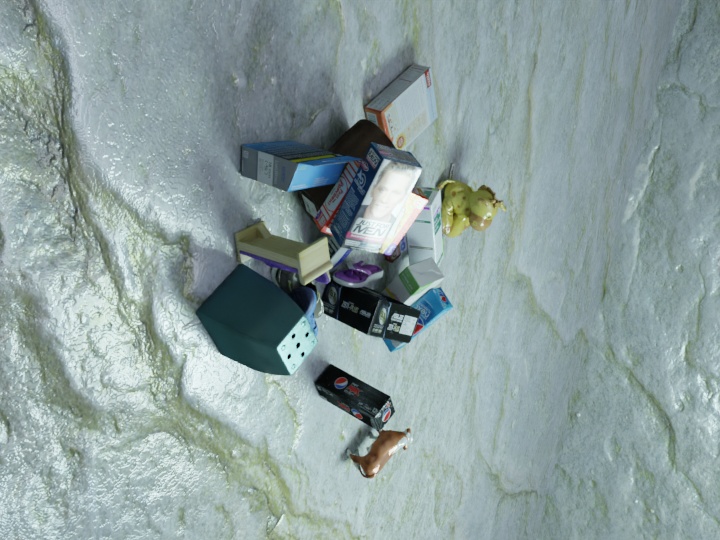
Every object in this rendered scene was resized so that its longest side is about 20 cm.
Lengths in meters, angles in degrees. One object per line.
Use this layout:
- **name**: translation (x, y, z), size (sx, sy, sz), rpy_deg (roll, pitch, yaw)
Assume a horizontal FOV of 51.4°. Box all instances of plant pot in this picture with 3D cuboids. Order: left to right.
- **plant pot**: translation (-0.190, 0.110, 1.472), size (0.142, 0.197, 0.143), rpy_deg (-49, 139, -25)
- **plant pot**: translation (-0.030, -0.185, 1.587), size (0.198, 0.186, 0.190), rpy_deg (-36, 135, -17)

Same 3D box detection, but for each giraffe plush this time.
- **giraffe plush**: translation (0.307, -0.173, 2.035), size (0.171, 0.160, 0.205), rpy_deg (-32, 131, -40)

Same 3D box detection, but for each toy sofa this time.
- **toy sofa**: translation (-0.151, -0.023, 1.459), size (0.082, 0.197, 0.100), rpy_deg (-30, 124, -41)

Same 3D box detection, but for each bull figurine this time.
- **bull figurine**: translation (0.055, 0.483, 2.057), size (0.199, 0.120, 0.066), rpy_deg (-39, 136, -35)

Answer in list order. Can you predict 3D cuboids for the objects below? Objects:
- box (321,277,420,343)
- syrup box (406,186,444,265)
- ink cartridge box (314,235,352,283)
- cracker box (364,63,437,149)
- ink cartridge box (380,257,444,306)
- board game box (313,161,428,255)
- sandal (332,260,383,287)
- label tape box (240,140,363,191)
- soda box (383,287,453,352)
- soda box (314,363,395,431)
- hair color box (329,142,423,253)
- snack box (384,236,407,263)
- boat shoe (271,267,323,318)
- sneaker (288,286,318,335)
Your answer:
- **box**: translation (0.024, 0.096, 1.787), size (0.198, 0.161, 0.088), rpy_deg (18, 94, -54)
- **syrup box**: translation (0.166, -0.107, 1.935), size (0.079, 0.079, 0.204), rpy_deg (-58, 149, -48)
- **ink cartridge box**: translation (-0.053, -0.044, 1.665), size (0.099, 0.039, 0.200), rpy_deg (-33, 169, -42)
- **cracker box**: translation (0.098, -0.369, 1.747), size (0.200, 0.057, 0.136), rpy_deg (-45, 139, -29)
- **ink cartridge box**: translation (0.111, 0.059, 1.923), size (0.116, 0.068, 0.200), rpy_deg (-19, 159, -48)
- **board game box**: translation (0.023, -0.125, 1.524), size (0.197, 0.047, 0.153), rpy_deg (17, 118, -39)
- **sandal**: translation (-0.007, -0.002, 1.770), size (0.202, 0.080, 0.051), rpy_deg (-20, 123, -65)
- **label tape box**: translation (-0.113, -0.195, 1.424), size (0.142, 0.197, 0.065), rpy_deg (-16, 120, -47)
- **soda box**: translation (0.143, 0.129, 1.953), size (0.199, 0.065, 0.067), rpy_deg (-42, 164, 27)
- **soda box**: translation (-0.014, 0.305, 1.807), size (0.071, 0.197, 0.064), rpy_deg (-46, 141, -27)
- **hair color box**: translation (0.028, -0.136, 1.438), size (0.098, 0.061, 0.203), rpy_deg (6, 124, -35)
- **snack box**: translation (0.081, -0.123, 1.874), size (0.072, 0.024, 0.204), rpy_deg (-40, 135, -38)
- **boat shoe**: translation (-0.127, 0.052, 1.648), size (0.073, 0.059, 0.203), rpy_deg (-55, 143, -18)
- **sneaker**: translation (-0.128, 0.107, 1.610), size (0.080, 0.075, 0.202), rpy_deg (-3, 141, -31)
